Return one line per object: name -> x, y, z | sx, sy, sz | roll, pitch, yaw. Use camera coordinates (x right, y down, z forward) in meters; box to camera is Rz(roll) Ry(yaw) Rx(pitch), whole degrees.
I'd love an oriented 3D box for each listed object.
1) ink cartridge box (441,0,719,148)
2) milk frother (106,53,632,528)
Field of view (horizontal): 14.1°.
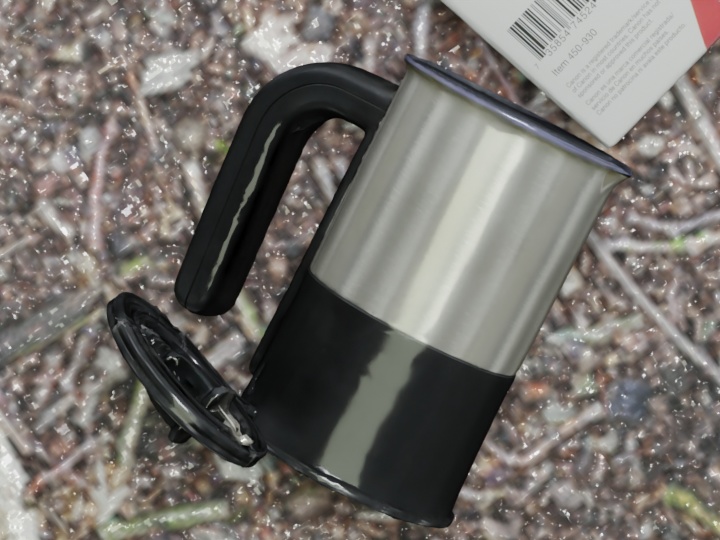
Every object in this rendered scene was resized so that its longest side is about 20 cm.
ink cartridge box -> 0.091, -0.180, 1.304 | 0.200, 0.083, 0.147 | 42, 118, -4
milk frother -> 0.000, 0.000, 1.293 | 0.180, 0.200, 0.189 | 26, 97, 2
